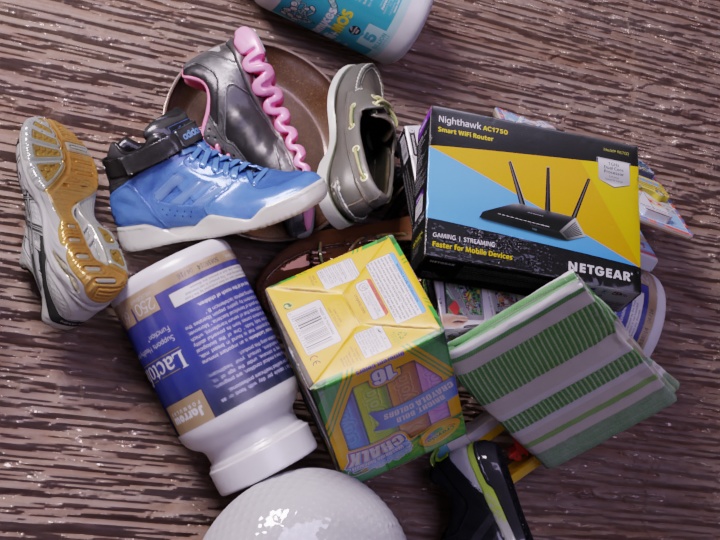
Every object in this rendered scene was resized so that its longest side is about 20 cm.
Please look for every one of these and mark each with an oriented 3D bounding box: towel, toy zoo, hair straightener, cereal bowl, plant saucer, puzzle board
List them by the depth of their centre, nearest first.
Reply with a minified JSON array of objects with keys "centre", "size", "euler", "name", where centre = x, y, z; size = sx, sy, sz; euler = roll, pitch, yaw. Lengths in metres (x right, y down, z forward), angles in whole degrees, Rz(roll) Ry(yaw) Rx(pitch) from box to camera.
[{"centre":[-0.038,0.272,1.069],"size":[0.199,0.083,0.201],"euler":[-8,107,-27],"name":"cereal bowl"},{"centre":[0.180,0.093,1.151],"size":[0.200,0.152,0.023],"euler":[44,23,-36],"name":"towel"},{"centre":[0.151,0.125,1.219],"size":[0.200,0.020,0.131],"euler":[-37,112,10],"name":"toy zoo"},{"centre":[-0.097,-0.119,1.227],"size":[0.199,0.037,0.201],"euler":[7,72,-24],"name":"plant saucer"},{"centre":[0.040,-0.088,1.288],"size":[0.077,0.041,0.200],"euler":[47,66,-6],"name":"hair straightener"},{"centre":[0.242,-0.104,1.341],"size":[0.199,0.017,0.151],"euler":[17,28,-20],"name":"puzzle board"}]

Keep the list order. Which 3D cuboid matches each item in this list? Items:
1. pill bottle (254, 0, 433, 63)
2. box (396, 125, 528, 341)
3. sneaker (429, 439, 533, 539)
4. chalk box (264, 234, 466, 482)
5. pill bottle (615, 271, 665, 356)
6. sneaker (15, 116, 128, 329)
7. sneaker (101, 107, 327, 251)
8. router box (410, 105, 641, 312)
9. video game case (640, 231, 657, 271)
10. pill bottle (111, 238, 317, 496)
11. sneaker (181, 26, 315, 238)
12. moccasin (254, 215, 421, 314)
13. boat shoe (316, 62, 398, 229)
[{"centre":[-0.033,-0.290,1.265],"size":[0.199,0.111,0.111],"euler":[22,67,-17],"name":"pill bottle"},{"centre":[0.104,-0.038,1.173],"size":[0.109,0.035,0.201],"euler":[-4,69,-14],"name":"box"},{"centre":[0.117,0.255,1.216],"size":[0.082,0.072,0.201],"euler":[-18,92,10],"name":"sneaker"},{"centre":[0.011,0.094,1.129],"size":[0.123,0.200,0.125],"euler":[-24,49,-6],"name":"chalk box"},{"centre":[0.186,0.026,1.263],"size":[0.199,0.116,0.116],"euler":[21,67,-15],"name":"pill bottle"},{"centre":[-0.267,-0.041,1.104],"size":[0.075,0.088,0.201],"euler":[12,46,-43],"name":"sneaker"},{"centre":[-0.132,-0.089,1.114],"size":[0.077,0.199,0.112],"euler":[-42,120,-65],"name":"sneaker"},{"centre":[0.146,-0.054,1.139],"size":[0.199,0.051,0.150],"euler":[9,65,-12],"name":"router box"},{"centre":[0.208,-0.078,1.301],"size":[0.142,0.017,0.200],"euler":[18,29,-20],"name":"video game case"},{"centre":[-0.123,0.084,1.110],"size":[0.115,0.116,0.201],"euler":[-26,87,-29],"name":"pill bottle"},{"centre":[-0.103,-0.116,1.174],"size":[0.095,0.079,0.201],"euler":[-21,84,-6],"name":"sneaker"},{"centre":[0.000,0.002,1.198],"size":[0.200,0.078,0.074],"euler":[-10,116,-16],"name":"moccasin"},{"centre":[0.005,-0.125,1.200],"size":[0.072,0.060,0.202],"euler":[47,35,-36],"name":"boat shoe"}]
